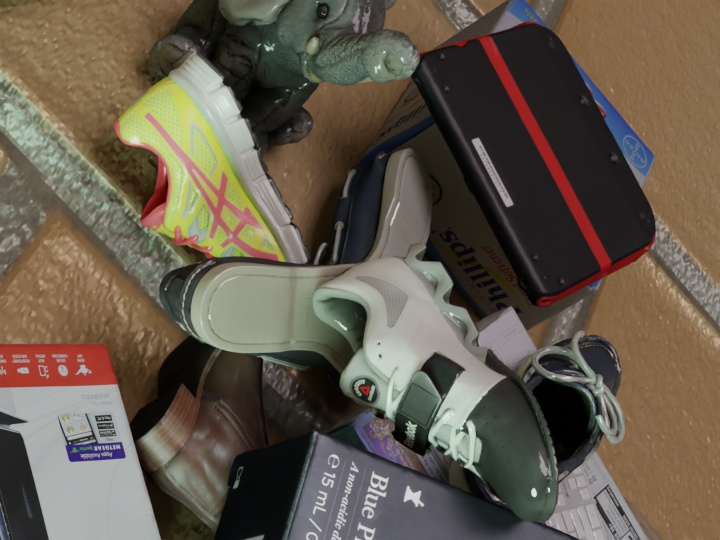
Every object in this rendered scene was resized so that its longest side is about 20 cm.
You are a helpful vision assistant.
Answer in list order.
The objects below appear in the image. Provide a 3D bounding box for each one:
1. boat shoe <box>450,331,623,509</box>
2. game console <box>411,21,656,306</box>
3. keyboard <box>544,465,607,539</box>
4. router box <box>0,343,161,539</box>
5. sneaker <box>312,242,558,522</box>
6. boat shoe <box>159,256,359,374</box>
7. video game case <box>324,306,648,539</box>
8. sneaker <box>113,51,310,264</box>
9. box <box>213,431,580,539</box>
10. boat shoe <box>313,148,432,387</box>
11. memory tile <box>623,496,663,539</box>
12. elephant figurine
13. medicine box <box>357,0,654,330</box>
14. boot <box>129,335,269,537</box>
[{"bbox_3d":[0.123,0.089,1.242,0.075,0.062,0.200,53,38,3],"label":"boat shoe"},{"bbox_3d":[0.128,-0.082,1.447,0.177,0.031,0.201,-23,83,-47],"label":"game console"},{"bbox_3d":[0.145,0.186,1.278,0.056,0.011,0.201,-8,75,-43],"label":"keyboard"},{"bbox_3d":[-0.201,0.130,1.064,0.200,0.049,0.180,2,64,-49],"label":"router box"},{"bbox_3d":[0.037,0.073,1.125,0.088,0.074,0.200,-15,48,-25],"label":"sneaker"},{"bbox_3d":[-0.034,0.025,1.206,0.200,0.063,0.073,10,92,-42],"label":"boat shoe"},{"bbox_3d":[0.085,0.150,1.283,0.181,0.045,0.200,-32,92,-45],"label":"video game case"},{"bbox_3d":[-0.097,-0.037,1.295,0.201,0.090,0.078,64,-9,-18],"label":"sneaker"},{"bbox_3d":[0.010,0.219,1.111,0.199,0.117,0.197,24,68,-20],"label":"box"},{"bbox_3d":[0.000,0.000,1.376,0.075,0.062,0.201,45,45,-43],"label":"boat shoe"},{"bbox_3d":[0.200,0.189,1.454,0.200,0.017,0.153,46,5,-14],"label":"memory tile"},{"bbox_3d":[-0.033,-0.166,1.340,0.141,0.200,0.156,-22,83,-53],"label":"elephant figurine"},{"bbox_3d":[0.117,-0.082,1.537,0.182,0.103,0.200,48,37,-14],"label":"medicine box"},{"bbox_3d":[-0.048,0.131,1.235,0.200,0.064,0.187,51,38,-14],"label":"boot"}]
